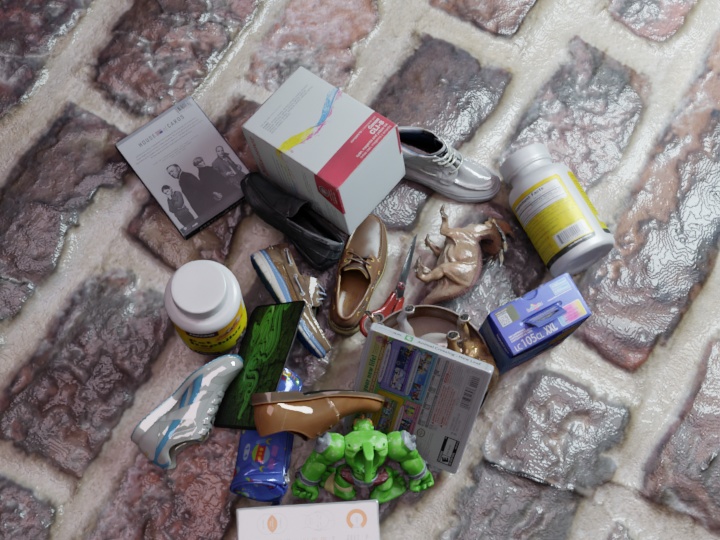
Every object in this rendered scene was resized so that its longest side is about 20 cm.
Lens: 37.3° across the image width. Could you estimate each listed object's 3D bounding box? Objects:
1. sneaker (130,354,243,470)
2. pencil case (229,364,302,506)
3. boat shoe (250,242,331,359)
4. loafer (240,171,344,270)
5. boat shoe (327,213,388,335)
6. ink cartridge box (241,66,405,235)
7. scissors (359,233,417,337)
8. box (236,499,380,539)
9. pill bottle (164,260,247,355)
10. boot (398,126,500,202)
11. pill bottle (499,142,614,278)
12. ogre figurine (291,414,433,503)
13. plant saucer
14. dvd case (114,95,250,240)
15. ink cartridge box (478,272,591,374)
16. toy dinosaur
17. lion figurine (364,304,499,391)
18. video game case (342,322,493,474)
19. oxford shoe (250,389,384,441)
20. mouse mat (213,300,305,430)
[{"bbox_3d":[-0.241,0.206,1.579,0.200,0.077,0.081,-45,77,-4],"label":"sneaker"},{"bbox_3d":[-0.132,0.237,1.547,0.087,0.078,0.200,-3,58,17],"label":"pencil case"},{"bbox_3d":[-0.091,0.040,1.635,0.072,0.072,0.200,-30,75,-12],"label":"boat shoe"},{"bbox_3d":[-0.104,-0.088,1.662,0.201,0.070,0.068,44,38,9],"label":"loafer"},{"bbox_3d":[-0.001,0.000,1.653,0.072,0.068,0.200,14,72,3],"label":"boat shoe"},{"bbox_3d":[-0.055,-0.187,1.652,0.200,0.145,0.145,35,73,22],"label":"ink cartridge box"},{"bbox_3d":[0.064,0.039,1.665,0.073,0.014,0.200,38,65,-15],"label":"scissors"},{"bbox_3d":[-0.071,0.397,1.508,0.200,0.097,0.124,-3,72,-2],"label":"box"},{"bbox_3d":[-0.226,0.052,1.560,0.109,0.200,0.109,0,72,-1],"label":"pill bottle"},{"bbox_3d":[0.131,-0.170,1.697,0.200,0.096,0.074,16,72,3],"label":"boot"},{"bbox_3d":[0.302,-0.097,1.669,0.111,0.111,0.200,-24,71,-9],"label":"pill bottle"},{"bbox_3d":[0.008,0.277,1.529,0.200,0.120,0.098,12,40,7],"label":"ogre figurine"},{"bbox_3d":[0.098,0.151,1.601,0.200,0.034,0.200,0,88,6],"label":"plant saucer"},{"bbox_3d":[-0.279,-0.168,1.722,0.150,0.025,0.200,-36,76,-12],"label":"dvd case"},{"bbox_3d":[0.251,0.079,1.566,0.136,0.200,0.076,-27,75,-9],"label":"ink cartridge box"},{"bbox_3d":[0.161,-0.014,1.658,0.135,0.086,0.200,23,78,-2],"label":"toy dinosaur"},{"bbox_3d":[0.104,0.115,1.549,0.200,0.123,0.072,13,51,22],"label":"lion figurine"},{"bbox_3d":[0.079,0.186,1.536,0.182,0.200,0.022,20,34,8],"label":"video game case"},{"bbox_3d":[-0.057,0.201,1.487,0.200,0.071,0.071,-1,81,-25],"label":"oxford shoe"},{"bbox_3d":[-0.150,0.139,1.569,0.008,0.161,0.200,29,69,-28],"label":"mouse mat"}]
